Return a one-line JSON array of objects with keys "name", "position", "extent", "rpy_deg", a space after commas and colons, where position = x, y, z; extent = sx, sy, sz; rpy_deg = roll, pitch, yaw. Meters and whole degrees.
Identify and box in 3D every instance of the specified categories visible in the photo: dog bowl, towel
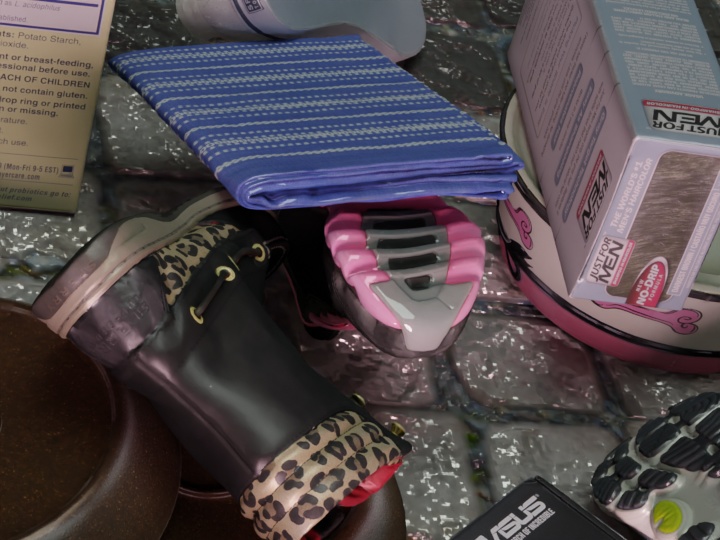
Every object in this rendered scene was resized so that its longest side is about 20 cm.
[{"name": "dog bowl", "position": [0.161, -0.027, 1.150], "extent": [0.199, 0.074, 0.201], "rpy_deg": [10, 40, -9]}, {"name": "towel", "position": [-0.026, -0.072, 1.048], "extent": [0.144, 0.024, 0.200], "rpy_deg": [-5, 24, -23]}]

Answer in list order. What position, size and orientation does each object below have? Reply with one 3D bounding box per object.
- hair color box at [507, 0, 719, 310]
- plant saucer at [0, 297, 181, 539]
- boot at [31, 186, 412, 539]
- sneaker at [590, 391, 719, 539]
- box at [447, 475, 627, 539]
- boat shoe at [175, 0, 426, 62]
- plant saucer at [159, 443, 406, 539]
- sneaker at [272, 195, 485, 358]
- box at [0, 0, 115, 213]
[{"name": "hair color box", "position": [0.127, -0.085, 1.069], "extent": [0.060, 0.099, 0.200], "rpy_deg": [7, 40, -13]}, {"name": "plant saucer", "position": [-0.175, 0.074, 0.904], "extent": [0.199, 0.035, 0.201], "rpy_deg": [0, 42, 0]}, {"name": "boot", "position": [-0.045, 0.041, 0.940], "extent": [0.151, 0.073, 0.200], "rpy_deg": [46, 14, 8]}, {"name": "sneaker", "position": [0.161, 0.117, 0.965], "extent": [0.077, 0.080, 0.200], "rpy_deg": [-35, 21, 2]}, {"name": "box", "position": [0.071, 0.186, 0.885], "extent": [0.160, 0.044, 0.200], "rpy_deg": [37, 42, 22]}, {"name": "boat shoe", "position": [-0.039, -0.142, 1.213], "extent": [0.086, 0.075, 0.202], "rpy_deg": [-14, -1, 28]}, {"name": "plant saucer", "position": [-0.073, 0.089, 0.960], "extent": [0.199, 0.032, 0.201], "rpy_deg": [11, 38, -8]}, {"name": "sneaker", "position": [0.000, 0.000, 1.035], "extent": [0.079, 0.096, 0.200], "rpy_deg": [4, 26, -19]}, {"name": "box", "position": [-0.178, -0.162, 1.087], "extent": [0.096, 0.200, 0.176], "rpy_deg": [5, 41, -14]}]
